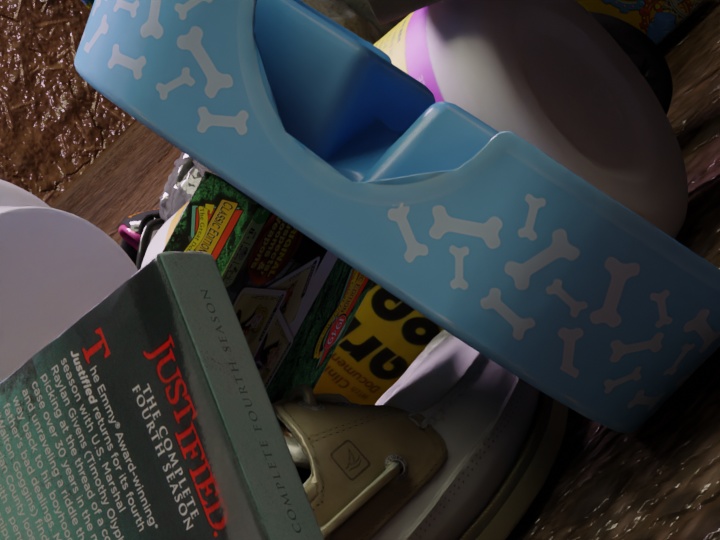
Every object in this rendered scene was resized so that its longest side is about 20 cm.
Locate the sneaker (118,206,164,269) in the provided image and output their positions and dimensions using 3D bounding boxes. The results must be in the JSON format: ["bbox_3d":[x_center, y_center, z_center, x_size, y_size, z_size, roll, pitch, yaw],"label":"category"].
[{"bbox_3d":[-0.065,-0.003,1.113,0.200,0.086,0.080,-46,12,-17],"label":"sneaker"}]

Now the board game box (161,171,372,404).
[{"bbox_3d":[-0.064,0.073,0.667,0.201,0.023,0.105,-62,-17,4],"label":"board game box"}]

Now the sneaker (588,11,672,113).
[{"bbox_3d":[0.026,-0.026,0.881,0.200,0.072,0.083,-40,9,18],"label":"sneaker"}]

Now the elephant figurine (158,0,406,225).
[{"bbox_3d":[-0.060,-0.121,0.876,0.141,0.201,0.155,-42,-17,21],"label":"elephant figurine"}]

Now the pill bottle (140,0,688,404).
[{"bbox_3d":[0.000,0.000,0.779,0.200,0.104,0.104,-38,11,30],"label":"pill bottle"}]

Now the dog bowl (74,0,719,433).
[{"bbox_3d":[0.009,-0.026,0.636,0.050,0.199,0.111,-58,-18,4],"label":"dog bowl"}]

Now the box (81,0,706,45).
[{"bbox_3d":[0.002,-0.125,1.016,0.192,0.200,0.122,-42,7,1],"label":"box"}]

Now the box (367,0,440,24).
[{"bbox_3d":[0.105,-0.138,0.734,0.199,0.021,0.164,-17,20,20],"label":"box"}]

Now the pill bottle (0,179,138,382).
[{"bbox_3d":[-0.147,0.026,0.787,0.112,0.112,0.199,-48,22,-26],"label":"pill bottle"}]

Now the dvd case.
[{"bbox_3d":[-0.077,0.107,0.564,0.022,0.147,0.200,0,-30,-48],"label":"dvd case"}]

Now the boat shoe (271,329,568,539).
[{"bbox_3d":[-0.008,0.064,0.639,0.075,0.068,0.200,-37,11,41],"label":"boat shoe"}]
